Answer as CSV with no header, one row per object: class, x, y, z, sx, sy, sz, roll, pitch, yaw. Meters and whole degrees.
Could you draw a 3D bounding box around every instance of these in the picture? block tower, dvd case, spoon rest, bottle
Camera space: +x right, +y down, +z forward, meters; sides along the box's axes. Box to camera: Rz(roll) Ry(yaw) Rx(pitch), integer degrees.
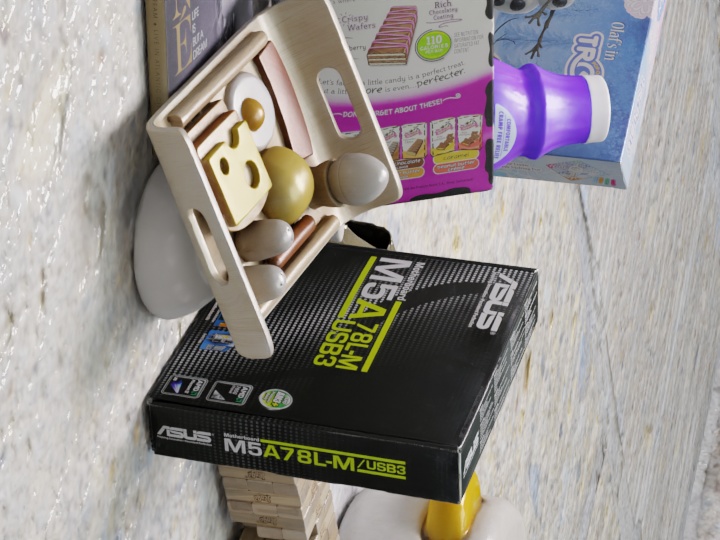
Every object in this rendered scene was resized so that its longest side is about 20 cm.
block tower,-0.051,0.158,1.694,0.054,0.058,0.200,-65,155,-47
dvd case,-0.092,-0.184,1.491,0.149,0.016,0.200,-54,148,-59
spoon rest,-0.082,-0.027,1.547,0.200,0.061,0.100,-13,109,-60
bottle,0.069,-0.106,1.764,0.065,0.200,0.084,-111,-157,-53

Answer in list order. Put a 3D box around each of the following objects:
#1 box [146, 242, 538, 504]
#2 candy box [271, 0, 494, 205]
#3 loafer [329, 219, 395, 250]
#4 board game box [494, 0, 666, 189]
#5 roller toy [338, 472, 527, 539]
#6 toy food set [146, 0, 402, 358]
box,-0.006,0.054,1.571,0.200,0.193,0.048,-60,151,-53
candy box,0.014,-0.143,1.656,0.061,0.136,0.200,-120,-154,-58
loafer,0.000,0.000,1.790,0.200,0.076,0.068,13,91,-75
board game box,0.116,-0.162,1.907,0.043,0.199,0.200,70,30,-58
roller toy,0.058,0.257,1.989,0.182,0.140,0.200,55,44,-68
toy food set,-0.042,-0.059,1.494,0.200,0.060,0.144,-52,126,-54
